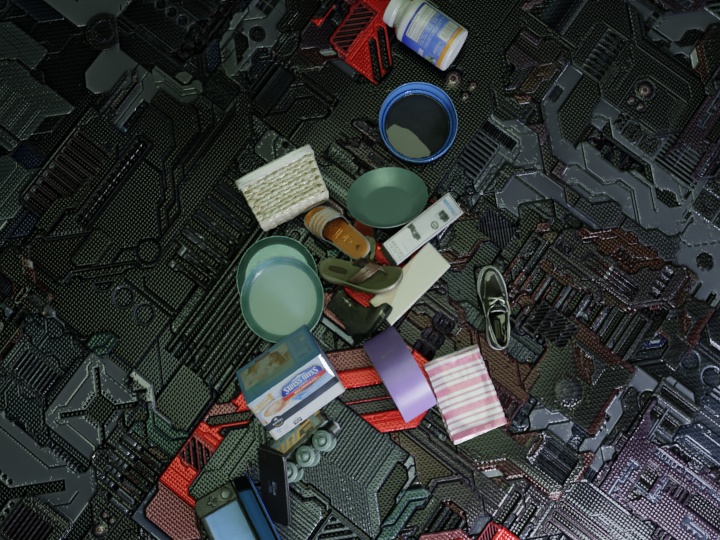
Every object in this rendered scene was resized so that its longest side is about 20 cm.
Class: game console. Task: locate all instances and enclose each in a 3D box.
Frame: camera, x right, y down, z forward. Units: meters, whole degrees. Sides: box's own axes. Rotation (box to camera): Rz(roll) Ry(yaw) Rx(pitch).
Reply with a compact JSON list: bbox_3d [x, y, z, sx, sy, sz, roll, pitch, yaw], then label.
[{"bbox_3d":[-0.273,0.583,1.482,0.169,0.118,0.203,-28,83,-4],"label":"game console"}]

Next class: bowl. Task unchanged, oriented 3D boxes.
[{"bbox_3d":[0.142,-0.365,1.639,0.196,0.039,0.205,0,83,0],"label":"bowl"}]

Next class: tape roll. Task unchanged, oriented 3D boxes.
[{"bbox_3d":[0.087,0.233,1.485,0.084,0.200,0.202,-30,84,-3],"label":"tape roll"}]

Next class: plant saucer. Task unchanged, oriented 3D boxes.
[{"bbox_3d":[-0.184,0.069,1.557,0.196,0.027,0.205,0,82,-1],"label":"plant saucer"},{"bbox_3d":[0.065,-0.167,1.587,0.196,0.039,0.204,-4,51,4],"label":"plant saucer"},{"bbox_3d":[-0.200,0.019,1.597,0.196,0.027,0.205,0,83,0],"label":"plant saucer"}]

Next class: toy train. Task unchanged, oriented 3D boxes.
[{"bbox_3d":[-0.142,0.403,1.527,0.199,0.085,0.114,-42,72,-2],"label":"toy train"}]

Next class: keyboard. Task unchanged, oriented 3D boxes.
[{"bbox_3d":[-0.212,0.483,1.497,0.125,0.021,0.204,11,114,27],"label":"keyboard"}]

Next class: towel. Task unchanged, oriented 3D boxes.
[{"bbox_3d":[0.248,0.292,1.564,0.144,0.030,0.204,-20,83,-3],"label":"towel"}]

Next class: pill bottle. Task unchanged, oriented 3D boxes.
[{"bbox_3d":[0.157,-0.599,1.632,0.199,0.112,0.113,36,84,5],"label":"pill bottle"}]

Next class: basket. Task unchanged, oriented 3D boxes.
[{"bbox_3d":[-0.180,-0.191,1.571,0.197,0.136,0.125,-26,88,-4],"label":"basket"}]

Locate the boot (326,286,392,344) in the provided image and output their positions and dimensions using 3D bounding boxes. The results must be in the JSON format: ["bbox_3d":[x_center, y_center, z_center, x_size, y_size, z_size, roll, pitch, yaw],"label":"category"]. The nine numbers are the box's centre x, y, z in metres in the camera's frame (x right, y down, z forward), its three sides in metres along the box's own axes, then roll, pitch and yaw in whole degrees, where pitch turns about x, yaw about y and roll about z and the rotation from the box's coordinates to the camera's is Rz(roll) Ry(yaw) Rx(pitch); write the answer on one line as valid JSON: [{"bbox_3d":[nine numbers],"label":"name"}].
[{"bbox_3d":[-0.013,0.090,1.509,0.131,0.200,0.068,47,59,1],"label":"boot"}]

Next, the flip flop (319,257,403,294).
[{"bbox_3d":[0.000,0.000,1.509,0.196,0.058,0.082,12,51,10],"label":"flip flop"}]

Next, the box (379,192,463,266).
[{"bbox_3d":[0.142,-0.092,1.567,0.199,0.117,0.060,-38,87,-4],"label":"box"}]

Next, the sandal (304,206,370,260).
[{"bbox_3d":[-0.060,-0.101,1.563,0.205,0.059,0.080,34,85,30],"label":"sandal"}]

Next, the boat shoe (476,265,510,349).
[{"bbox_3d":[0.326,0.086,1.572,0.069,0.064,0.204,-8,83,-1],"label":"boat shoe"}]

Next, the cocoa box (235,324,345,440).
[{"bbox_3d":[-0.160,0.250,1.493,0.198,0.134,0.132,-34,124,-4],"label":"cocoa box"}]

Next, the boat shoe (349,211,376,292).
[{"bbox_3d":[0.002,-0.048,1.589,0.070,0.063,0.205,5,82,2],"label":"boat shoe"}]

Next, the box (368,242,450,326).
[{"bbox_3d":[0.115,0.035,1.564,0.200,0.095,0.078,-44,85,-7],"label":"box"}]
